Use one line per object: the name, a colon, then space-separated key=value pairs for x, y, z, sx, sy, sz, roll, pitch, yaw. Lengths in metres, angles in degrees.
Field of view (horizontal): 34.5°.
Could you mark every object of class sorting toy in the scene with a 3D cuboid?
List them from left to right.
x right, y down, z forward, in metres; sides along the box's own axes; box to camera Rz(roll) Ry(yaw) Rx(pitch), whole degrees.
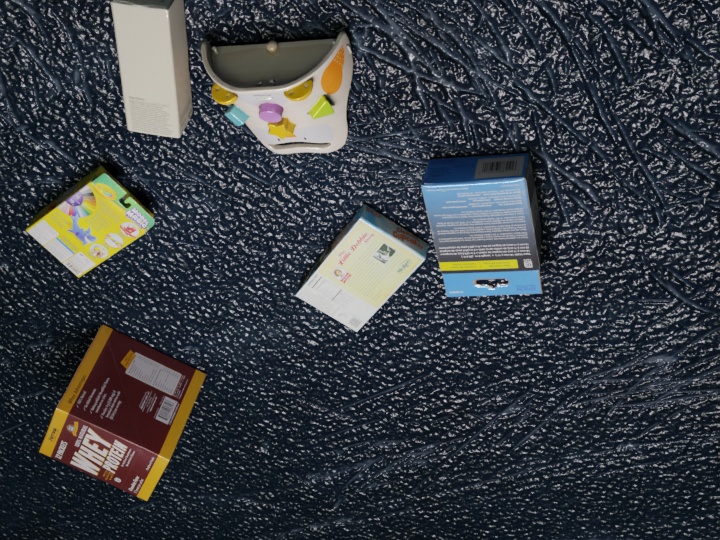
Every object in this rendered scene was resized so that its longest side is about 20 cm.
sorting toy: x=-0.098 y=-0.217 z=1.543 sx=0.198 sy=0.108 sz=0.180 roll=-1 pitch=150 yaw=17

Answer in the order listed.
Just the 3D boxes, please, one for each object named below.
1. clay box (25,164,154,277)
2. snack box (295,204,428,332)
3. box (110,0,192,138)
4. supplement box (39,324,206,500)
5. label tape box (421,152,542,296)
clay box: x=-0.405 y=-0.078 z=1.769 sx=0.199 sy=0.048 sz=0.115 roll=-29 pitch=118 yaw=33
snack box: x=0.000 y=0.000 z=1.730 sx=0.116 sy=0.037 sz=0.200 roll=31 pitch=132 yaw=-13
box: x=-0.274 y=-0.279 z=1.537 sx=0.081 sy=0.069 sz=0.201 roll=10 pitch=132 yaw=6
supplement box: x=-0.397 y=0.238 z=1.946 sx=0.199 sy=0.198 sz=0.133 roll=26 pitch=133 yaw=-7
label tape box: x=0.174 y=-0.061 z=1.608 sx=0.143 sy=0.064 sz=0.201 roll=-2 pitch=130 yaw=17
